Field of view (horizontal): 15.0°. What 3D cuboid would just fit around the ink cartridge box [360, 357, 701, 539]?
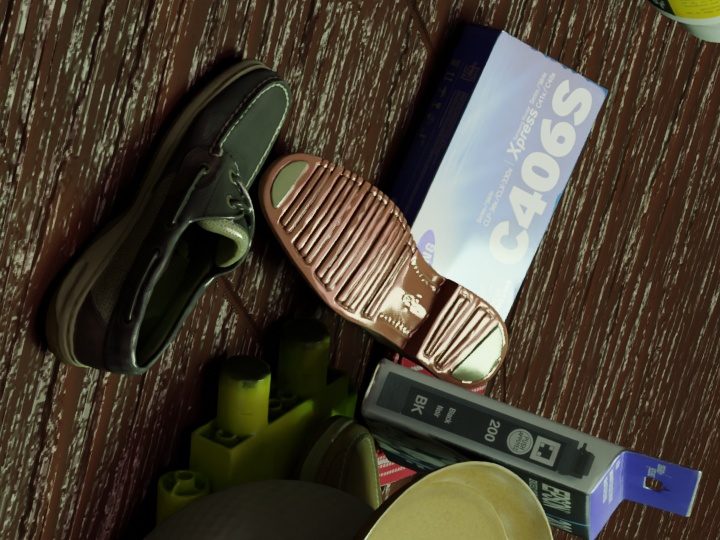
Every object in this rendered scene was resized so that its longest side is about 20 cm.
[{"bbox_3d":[0.105,0.120,1.673,0.198,0.200,0.043,67,42,-76],"label":"ink cartridge box"}]

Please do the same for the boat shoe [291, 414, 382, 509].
[{"bbox_3d":[-0.002,0.183,1.672,0.072,0.076,0.200,-34,136,-46],"label":"boat shoe"}]

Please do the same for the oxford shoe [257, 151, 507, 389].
[{"bbox_3d":[0.000,0.000,1.613,0.071,0.074,0.200,-51,121,-11],"label":"oxford shoe"}]

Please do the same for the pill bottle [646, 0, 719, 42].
[{"bbox_3d":[0.223,-0.230,1.810,0.111,0.111,0.200,-61,152,-10],"label":"pill bottle"}]

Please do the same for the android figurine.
[{"bbox_3d":[-0.060,0.132,1.658,0.182,0.041,0.200,-34,138,-48],"label":"android figurine"}]

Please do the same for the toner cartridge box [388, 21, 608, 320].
[{"bbox_3d":[0.071,-0.044,1.711,0.095,0.043,0.200,25,88,-31],"label":"toner cartridge box"}]

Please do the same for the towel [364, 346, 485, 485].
[{"bbox_3d":[0.055,0.042,1.817,0.145,0.022,0.200,-13,122,-58],"label":"towel"}]

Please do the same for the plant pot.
[{"bbox_3d":[0.039,0.204,1.570,0.200,0.027,0.200,-17,114,-44],"label":"plant pot"}]

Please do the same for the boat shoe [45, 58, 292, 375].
[{"bbox_3d":[-0.087,-0.024,1.459,0.201,0.066,0.072,-55,150,-23],"label":"boat shoe"}]

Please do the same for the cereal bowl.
[{"bbox_3d":[-0.048,0.227,1.591,0.200,0.083,0.200,-8,118,-14],"label":"cereal bowl"}]
